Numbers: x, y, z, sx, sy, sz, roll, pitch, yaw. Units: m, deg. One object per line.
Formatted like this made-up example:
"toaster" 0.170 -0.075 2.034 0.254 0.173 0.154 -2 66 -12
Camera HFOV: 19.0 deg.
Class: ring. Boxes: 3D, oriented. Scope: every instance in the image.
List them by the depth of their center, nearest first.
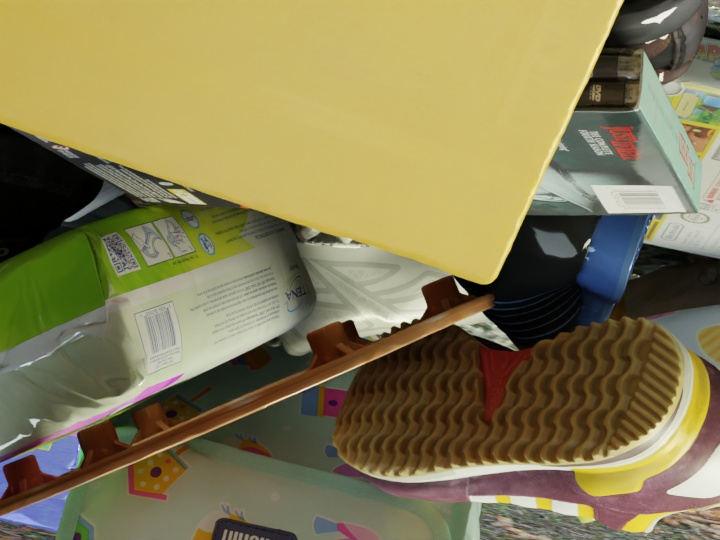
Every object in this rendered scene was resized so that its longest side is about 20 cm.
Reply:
"ring" -0.046 0.044 0.772 0.200 0.019 0.200 -23 178 -1

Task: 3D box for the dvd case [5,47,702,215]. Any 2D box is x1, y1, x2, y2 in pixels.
"dvd case" 0.000 -0.042 0.673 0.199 0.022 0.146 3 171 17

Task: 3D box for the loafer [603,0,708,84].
"loafer" 0.007 -0.082 0.656 0.199 0.072 0.063 5 152 14

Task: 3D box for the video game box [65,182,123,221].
"video game box" -0.167 -0.080 0.869 0.182 0.047 0.200 16 165 -23

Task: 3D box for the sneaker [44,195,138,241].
"sneaker" -0.210 -0.013 1.074 0.199 0.091 0.076 9 167 15

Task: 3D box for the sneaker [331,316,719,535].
"sneaker" 0.072 0.067 0.823 0.090 0.075 0.200 34 160 -31

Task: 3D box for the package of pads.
"package of pads" -0.131 0.035 0.823 0.200 0.068 0.154 -23 180 25

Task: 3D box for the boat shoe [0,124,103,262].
"boat shoe" -0.157 -0.022 0.874 0.073 0.063 0.201 20 162 -26

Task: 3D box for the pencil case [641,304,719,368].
"pencil case" 0.182 0.053 0.923 0.199 0.083 0.091 -10 139 16

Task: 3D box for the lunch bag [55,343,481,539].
"lunch bag" -0.037 0.119 0.914 0.170 0.200 0.122 14 123 7

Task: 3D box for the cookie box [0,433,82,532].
"cookie box" -0.209 0.049 1.145 0.170 0.075 0.200 12 -158 2

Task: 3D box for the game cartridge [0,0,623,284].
"game cartridge" -0.032 -0.093 0.545 0.199 0.033 0.177 18 134 -4

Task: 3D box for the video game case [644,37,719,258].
"video game case" 0.107 -0.048 0.818 0.181 0.023 0.200 11 167 1

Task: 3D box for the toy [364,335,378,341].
"toy" -0.031 0.050 1.021 0.115 0.047 0.201 5 124 2

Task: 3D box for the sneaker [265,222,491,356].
"sneaker" 0.000 0.000 0.929 0.199 0.081 0.075 14 -168 -22

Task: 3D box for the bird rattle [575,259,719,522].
"bird rattle" 0.182 0.056 1.015 0.199 0.113 0.163 3 147 22

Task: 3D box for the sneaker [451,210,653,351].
"sneaker" 0.067 -0.012 0.829 0.078 0.070 0.200 22 166 6
